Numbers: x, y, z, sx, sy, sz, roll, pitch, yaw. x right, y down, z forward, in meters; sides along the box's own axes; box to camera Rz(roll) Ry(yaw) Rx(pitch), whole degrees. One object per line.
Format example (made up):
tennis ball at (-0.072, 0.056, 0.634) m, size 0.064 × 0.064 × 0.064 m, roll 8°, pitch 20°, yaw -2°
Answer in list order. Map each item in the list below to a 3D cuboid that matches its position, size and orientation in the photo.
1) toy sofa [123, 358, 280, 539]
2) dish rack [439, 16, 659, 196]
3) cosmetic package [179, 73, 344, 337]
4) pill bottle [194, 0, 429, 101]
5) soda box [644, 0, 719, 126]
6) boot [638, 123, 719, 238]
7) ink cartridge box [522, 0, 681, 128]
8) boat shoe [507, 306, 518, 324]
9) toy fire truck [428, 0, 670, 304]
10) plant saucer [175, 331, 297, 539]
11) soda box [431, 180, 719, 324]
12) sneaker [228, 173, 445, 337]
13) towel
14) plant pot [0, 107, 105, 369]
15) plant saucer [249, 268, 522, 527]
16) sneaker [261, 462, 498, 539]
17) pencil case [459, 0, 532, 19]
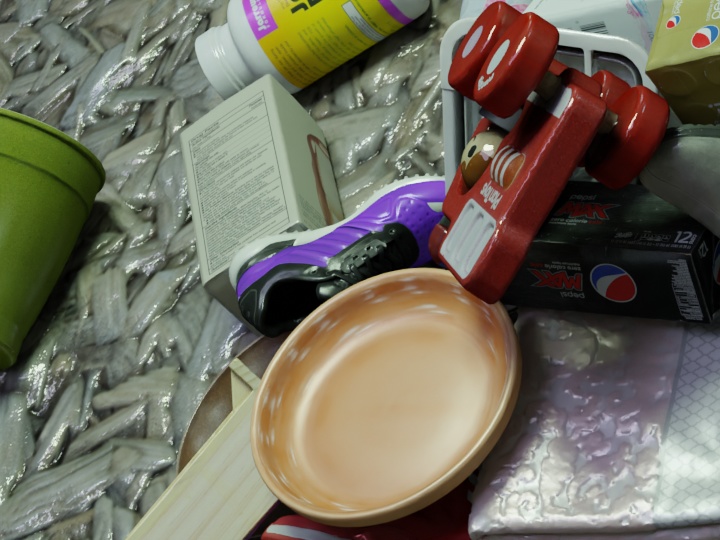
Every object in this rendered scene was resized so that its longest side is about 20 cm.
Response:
toy sofa at (-0.113, 0.169, 1.554) m, size 0.200 × 0.097 × 0.083 m, roll -50°, pitch -7°, yaw -7°
dish rack at (0.139, -0.079, 1.523) m, size 0.170 × 0.202 × 0.043 m, roll 12°, pitch 25°, yaw 31°
cosmetic package at (-0.077, -0.054, 1.780) m, size 0.103 × 0.087 × 0.201 m, roll -32°, pitch 39°, yaw 18°
pill bottle at (-0.045, -0.223, 1.898) m, size 0.199 × 0.104 × 0.105 m, roll -30°, pitch 39°, yaw 18°
soda box at (0.262, -0.095, 1.404) m, size 0.067 × 0.200 × 0.064 m, roll -10°, pitch 47°, yaw 37°
boot at (0.258, -0.003, 1.341) m, size 0.068 × 0.199 × 0.131 m, roll 125°, pitch 167°, yaw -51°
ink cartridge box at (0.233, -0.148, 1.519) m, size 0.199 × 0.147 × 0.083 m, roll -7°, pitch 31°, yaw 39°
boat shoe at (0.062, 0.082, 1.515) m, size 0.200 × 0.066 × 0.072 m, roll -34°, pitch 50°, yaw -2°
toy fire truck at (0.098, -0.070, 1.392) m, size 0.169 × 0.112 × 0.200 m, roll -58°, pitch 13°, yaw 5°
plant saucer at (-0.051, 0.122, 1.633) m, size 0.199 × 0.035 × 0.201 m, roll -25°, pitch 40°, yaw 23°
soda box at (0.153, -0.016, 1.461) m, size 0.198 × 0.064 × 0.071 m, roll 6°, pitch 43°, yaw 33°
sneaker at (0.000, 0.001, 1.641) m, size 0.199 × 0.070 × 0.100 m, roll -23°, pitch 32°, yaw 4°
towel at (0.174, 0.090, 1.417) m, size 0.189 × 0.032 × 0.201 m, roll -4°, pitch 49°, yaw 26°
plant pot at (-0.348, -0.021, 1.940) m, size 0.199 × 0.200 × 0.195 m, roll -5°, pitch 63°, yaw 40°
plant saucer at (0.020, 0.089, 1.460) m, size 0.199 × 0.038 × 0.201 m, roll -17°, pitch 47°, yaw 19°
sneaker at (0.034, 0.174, 1.485) m, size 0.199 × 0.079 × 0.116 m, roll 9°, pitch 52°, yaw 33°
pencil case at (0.118, -0.215, 1.752) m, size 0.090 × 0.083 × 0.201 m, roll -8°, pitch 49°, yaw 16°
